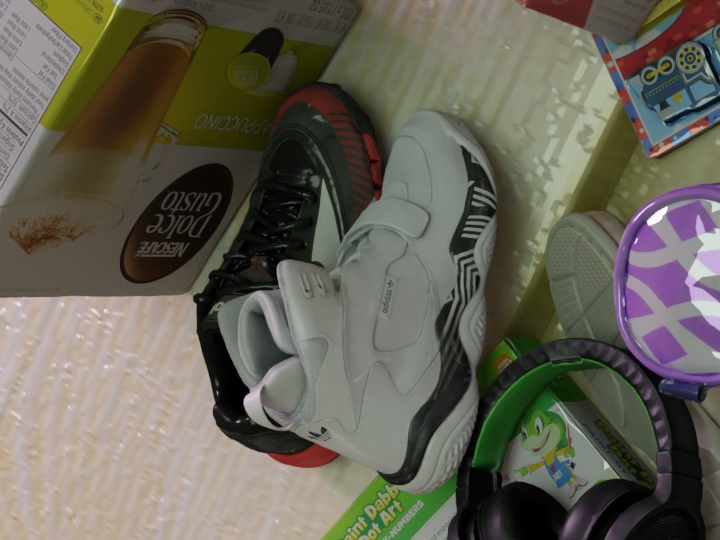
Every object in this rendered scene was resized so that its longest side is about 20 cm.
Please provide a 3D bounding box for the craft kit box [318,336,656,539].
[{"bbox_3d":[0.076,0.172,1.005,0.200,0.048,0.198,-48,69,20],"label":"craft kit box"}]

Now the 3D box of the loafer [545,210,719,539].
[{"bbox_3d":[0.157,0.056,0.960,0.201,0.062,0.072,61,148,20],"label":"loafer"}]

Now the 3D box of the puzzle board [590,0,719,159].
[{"bbox_3d":[0.188,-0.166,0.965,0.199,0.017,0.152,-31,74,25],"label":"puzzle board"}]

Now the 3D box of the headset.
[{"bbox_3d":[0.105,0.134,0.934,0.123,0.094,0.202,-9,71,42],"label":"headset"}]

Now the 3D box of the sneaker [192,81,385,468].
[{"bbox_3d":[-0.037,0.001,1.045,0.070,0.098,0.202,7,91,32],"label":"sneaker"}]

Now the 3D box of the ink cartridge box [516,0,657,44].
[{"bbox_3d":[0.134,-0.209,0.923,0.067,0.116,0.201,42,109,26],"label":"ink cartridge box"}]

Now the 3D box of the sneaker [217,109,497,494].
[{"bbox_3d":[0.000,0.000,0.982,0.075,0.114,0.202,-33,46,52],"label":"sneaker"}]

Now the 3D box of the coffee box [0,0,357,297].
[{"bbox_3d":[-0.163,-0.120,1.062,0.200,0.199,0.199,41,109,24],"label":"coffee box"}]

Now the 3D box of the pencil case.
[{"bbox_3d":[0.184,0.002,0.860,0.085,0.199,0.085,1,95,35],"label":"pencil case"}]
